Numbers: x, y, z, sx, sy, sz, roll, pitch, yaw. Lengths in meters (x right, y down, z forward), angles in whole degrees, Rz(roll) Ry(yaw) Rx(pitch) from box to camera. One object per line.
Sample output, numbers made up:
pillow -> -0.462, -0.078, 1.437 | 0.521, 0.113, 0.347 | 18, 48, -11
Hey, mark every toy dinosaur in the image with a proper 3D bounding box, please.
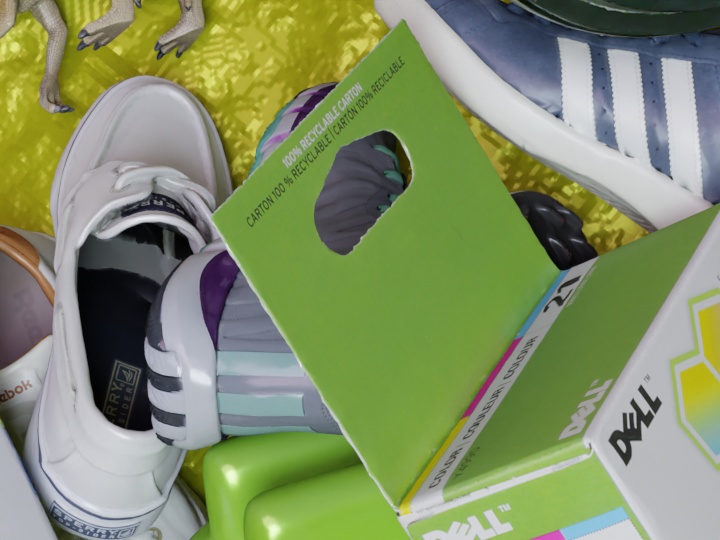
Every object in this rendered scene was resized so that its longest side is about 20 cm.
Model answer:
toy dinosaur -> -0.104, -0.129, 0.863 | 0.200, 0.058, 0.101 | -31, 72, 11

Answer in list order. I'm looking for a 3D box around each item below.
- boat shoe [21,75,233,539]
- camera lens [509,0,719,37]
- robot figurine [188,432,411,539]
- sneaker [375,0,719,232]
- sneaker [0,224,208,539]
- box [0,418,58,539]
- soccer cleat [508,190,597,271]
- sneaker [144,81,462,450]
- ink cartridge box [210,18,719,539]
boat shoe -> -0.072, -0.002, 0.786 | 0.073, 0.065, 0.200 | 12, 48, -16
camera lens -> 0.088, -0.188, 0.725 | 0.160, 0.160, 0.200 | -22, 48, 13
robot figurine -> 0.001, 0.146, 0.730 | 0.116, 0.175, 0.200 | -15, 112, -19
sneaker -> 0.102, -0.062, 0.771 | 0.200, 0.075, 0.085 | 35, 94, 10
sneaker -> -0.110, 0.074, 0.818 | 0.073, 0.085, 0.200 | -29, 75, 9
box -> -0.139, 0.095, 0.766 | 0.048, 0.122, 0.200 | -21, 72, -21
soccer cleat -> 0.058, 0.075, 0.781 | 0.073, 0.068, 0.200 | -16, 86, 48
sneaker -> 0.000, 0.000, 0.753 | 0.087, 0.200, 0.075 | 4, 122, 16
ink cartridge box -> 0.063, 0.023, 0.667 | 0.076, 0.148, 0.200 | -24, 106, 36
